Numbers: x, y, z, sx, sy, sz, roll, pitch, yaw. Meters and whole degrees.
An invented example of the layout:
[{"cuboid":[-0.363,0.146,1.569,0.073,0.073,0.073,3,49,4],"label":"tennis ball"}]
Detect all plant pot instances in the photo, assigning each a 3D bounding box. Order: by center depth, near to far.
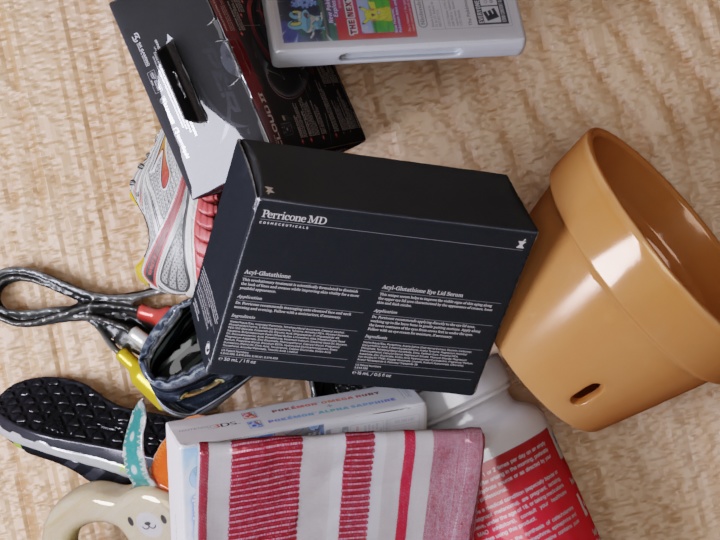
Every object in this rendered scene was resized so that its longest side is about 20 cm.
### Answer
[{"cuboid":[0.177,0.019,1.230,0.140,0.200,0.201,-40,88,21],"label":"plant pot"}]

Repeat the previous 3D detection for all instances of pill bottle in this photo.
[{"cuboid":[0.103,0.169,1.266,0.111,0.112,0.202,-24,89,4],"label":"pill bottle"}]

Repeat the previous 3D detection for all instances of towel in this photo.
[{"cuboid":[-0.015,0.178,1.183,0.198,0.023,0.145,-1,112,-14],"label":"towel"}]

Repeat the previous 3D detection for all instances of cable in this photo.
[{"cuboid":[-0.191,0.033,1.316,0.199,0.050,0.098,26,90,2],"label":"cable"}]

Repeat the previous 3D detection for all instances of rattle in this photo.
[{"cuboid":[-0.181,0.203,1.217,0.130,0.142,0.201,46,128,15],"label":"rattle"}]

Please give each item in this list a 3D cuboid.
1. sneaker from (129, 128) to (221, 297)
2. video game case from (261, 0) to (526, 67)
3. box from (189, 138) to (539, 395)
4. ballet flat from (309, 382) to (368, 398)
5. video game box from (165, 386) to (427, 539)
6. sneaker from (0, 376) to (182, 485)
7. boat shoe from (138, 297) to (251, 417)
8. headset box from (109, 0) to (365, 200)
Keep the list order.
[{"cuboid":[-0.139,-0.080,1.297,0.081,0.078,0.202,-2,83,16],"label":"sneaker"},{"cuboid":[0.013,-0.234,1.244,0.180,0.023,0.202,-4,60,-10],"label":"video game case"},{"cuboid":[0.000,0.000,1.164,0.198,0.079,0.142,7,125,-21],"label":"box"},{"cuboid":[-0.010,0.084,1.298,0.066,0.057,0.202,-12,84,7],"label":"ballet flat"},{"cuboid":[-0.044,0.189,1.226,0.180,0.047,0.202,-9,115,-21],"label":"video game box"},{"cuboid":[-0.194,0.147,1.308,0.198,0.072,0.083,17,127,19],"label":"sneaker"},{"cuboid":[-0.073,0.027,1.249,0.200,0.091,0.071,-42,75,-8],"label":"boat shoe"},{"cuboid":[-0.087,-0.138,1.226,0.075,0.200,0.150,-24,90,22],"label":"headset box"}]
